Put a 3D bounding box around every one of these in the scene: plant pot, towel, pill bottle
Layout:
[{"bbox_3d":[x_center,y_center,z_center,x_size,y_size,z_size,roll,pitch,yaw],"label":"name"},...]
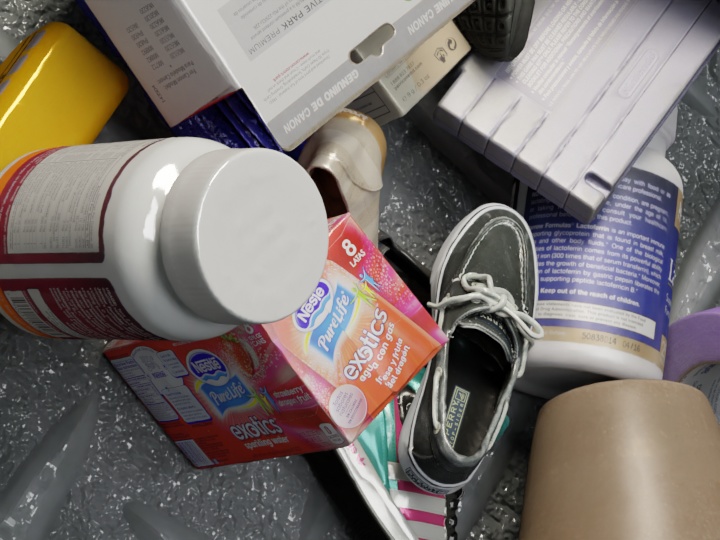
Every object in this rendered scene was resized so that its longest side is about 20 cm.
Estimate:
[{"bbox_3d":[0.178,0.168,1.607,0.199,0.200,0.176,9,66,-30],"label":"plant pot"},{"bbox_3d":[-0.098,-0.143,1.535,0.200,0.049,0.148,53,26,-14],"label":"towel"},{"bbox_3d":[0.153,-0.020,1.664,0.115,0.116,0.201,17,73,-28],"label":"pill bottle"},{"bbox_3d":[-0.114,-0.017,1.363,0.109,0.199,0.110,0,89,-42],"label":"pill bottle"}]

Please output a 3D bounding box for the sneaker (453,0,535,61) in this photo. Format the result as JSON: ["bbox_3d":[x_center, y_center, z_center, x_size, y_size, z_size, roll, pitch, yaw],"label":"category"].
[{"bbox_3d":[0.107,-0.231,1.575,0.090,0.076,0.201,-5,108,-33],"label":"sneaker"}]

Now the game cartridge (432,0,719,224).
[{"bbox_3d":[0.150,-0.140,1.631,0.129,0.038,0.200,33,67,13],"label":"game cartridge"}]

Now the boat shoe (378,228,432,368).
[{"bbox_3d":[0.000,0.000,1.594,0.200,0.066,0.070,43,62,-18],"label":"boat shoe"}]

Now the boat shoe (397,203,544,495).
[{"bbox_3d":[0.073,0.038,1.547,0.073,0.068,0.200,27,60,-8],"label":"boat shoe"}]

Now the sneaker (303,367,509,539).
[{"bbox_3d":[0.052,0.142,1.595,0.120,0.084,0.201,-32,97,-22],"label":"sneaker"}]

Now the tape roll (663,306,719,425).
[{"bbox_3d":[0.268,0.120,1.658,0.065,0.200,0.201,-14,88,-32],"label":"tape roll"}]

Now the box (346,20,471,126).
[{"bbox_3d":[-0.032,-0.188,1.595,0.078,0.095,0.200,-45,106,-30],"label":"box"}]

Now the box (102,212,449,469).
[{"bbox_3d":[-0.053,0.045,1.474,0.095,0.200,0.100,-46,105,-28],"label":"box"}]

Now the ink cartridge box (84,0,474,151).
[{"bbox_3d":[-0.052,-0.178,1.468,0.200,0.084,0.176,-40,101,-35],"label":"ink cartridge box"}]

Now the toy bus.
[{"bbox_3d":[-0.219,-0.046,1.461,0.065,0.078,0.201,41,63,-19],"label":"toy bus"}]

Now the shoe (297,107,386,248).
[{"bbox_3d":[-0.023,-0.005,1.526,0.069,0.201,0.054,11,39,7],"label":"shoe"}]
